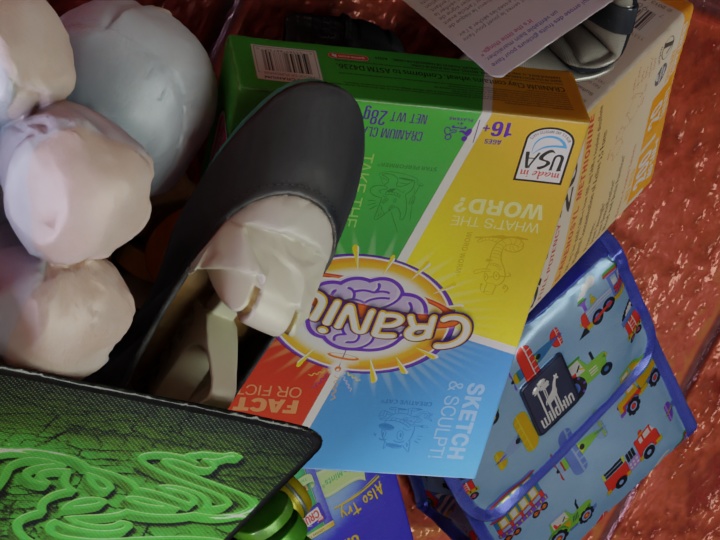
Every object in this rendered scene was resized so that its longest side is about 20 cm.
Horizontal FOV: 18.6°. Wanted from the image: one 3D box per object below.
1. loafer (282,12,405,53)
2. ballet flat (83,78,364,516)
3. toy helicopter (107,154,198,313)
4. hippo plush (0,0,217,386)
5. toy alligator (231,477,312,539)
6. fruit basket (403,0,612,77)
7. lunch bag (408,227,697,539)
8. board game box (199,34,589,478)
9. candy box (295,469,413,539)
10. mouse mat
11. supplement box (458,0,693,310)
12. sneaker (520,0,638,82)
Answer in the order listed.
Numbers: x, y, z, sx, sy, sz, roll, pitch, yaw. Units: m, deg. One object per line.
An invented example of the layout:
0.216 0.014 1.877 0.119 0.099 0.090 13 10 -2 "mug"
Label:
-0.040 -0.033 1.061 0.070 0.068 0.202 16 115 -14 "loafer"
-0.053 0.019 0.874 0.073 0.073 0.201 14 119 -47 "ballet flat"
-0.147 0.021 1.003 0.198 0.079 0.133 -18 139 -20 "toy helicopter"
-0.137 -0.033 0.876 0.161 0.199 0.161 -27 102 -60 "hippo plush"
-0.042 0.129 1.041 0.059 0.054 0.201 -44 112 -24 "toy alligator"
0.063 -0.177 0.941 0.185 0.200 0.094 -35 152 -20 "fruit basket"
0.092 0.067 1.207 0.150 0.094 0.200 -42 148 -10 "lunch bag"
0.000 0.000 0.953 0.152 0.040 0.201 4 127 -14 "board game box"
-0.056 0.166 1.111 0.168 0.077 0.202 -20 99 -32 "candy box"
-0.133 0.089 0.856 0.199 0.008 0.161 13 138 -32 "mouse mat"
0.078 -0.051 1.087 0.200 0.073 0.127 -44 154 -36 "supplement box"
0.102 -0.154 1.036 0.201 0.146 0.077 -23 131 -31 "sneaker"
